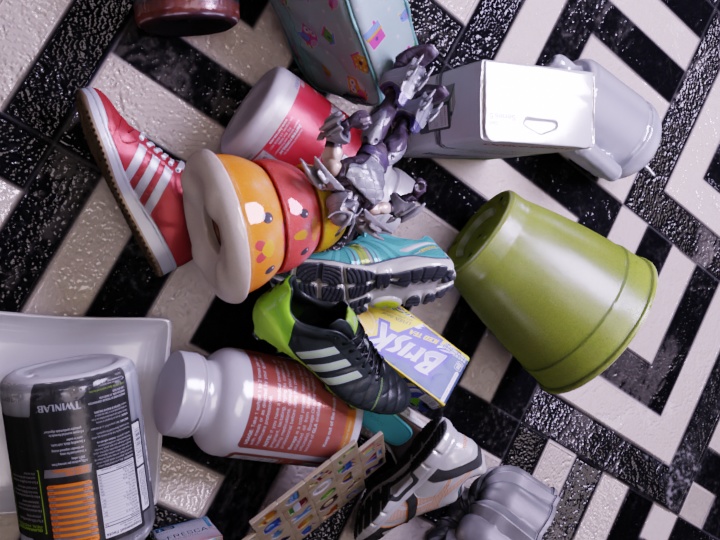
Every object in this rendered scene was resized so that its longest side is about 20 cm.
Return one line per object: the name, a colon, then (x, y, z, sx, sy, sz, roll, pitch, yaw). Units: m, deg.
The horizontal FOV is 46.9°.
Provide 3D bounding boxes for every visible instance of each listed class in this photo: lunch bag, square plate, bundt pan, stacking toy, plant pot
lunch bag: (-0.027, -0.266, 0.855, 0.077, 0.160, 0.200, -42, 134, -22)
square plate: (-0.298, 0.142, 0.834, 0.200, 0.028, 0.198, 4, 91, -25)
bundt pan: (0.137, 0.307, 0.968, 0.076, 0.202, 0.202, 41, 74, 5)
stacking toy: (-0.061, -0.060, 0.802, 0.200, 0.146, 0.146, -16, 99, -24)
plant pot: (0.209, 0.009, 0.992, 0.193, 0.200, 0.200, 37, 77, -10)

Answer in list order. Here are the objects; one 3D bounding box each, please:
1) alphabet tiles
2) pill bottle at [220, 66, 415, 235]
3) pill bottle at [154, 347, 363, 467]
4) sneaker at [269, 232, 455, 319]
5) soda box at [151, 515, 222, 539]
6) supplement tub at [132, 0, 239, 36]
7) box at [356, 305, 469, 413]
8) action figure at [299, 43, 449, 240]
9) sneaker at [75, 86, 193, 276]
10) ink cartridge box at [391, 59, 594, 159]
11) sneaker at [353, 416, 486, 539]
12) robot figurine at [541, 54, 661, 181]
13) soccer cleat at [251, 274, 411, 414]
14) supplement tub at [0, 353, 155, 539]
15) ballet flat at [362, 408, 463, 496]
alphabet tiles: (-0.052, 0.252, 0.899, 0.200, 0.166, 0.006, -36, 64, -16)
pill bottle: (-0.040, -0.118, 0.895, 0.200, 0.112, 0.112, 34, 79, -23)
pill bottle: (-0.106, 0.142, 0.870, 0.200, 0.112, 0.112, 15, 86, -30)
sneaker: (0.000, 0.000, 0.880, 0.200, 0.080, 0.078, -3, 133, -17)
soda box: (-0.173, 0.373, 0.882, 0.064, 0.068, 0.200, -8, 97, -25)
supplement tub: (-0.179, -0.341, 0.822, 0.107, 0.107, 0.200, -6, 95, -25)
box: (0.019, 0.073, 0.929, 0.200, 0.064, 0.070, 37, 63, -8)
action figure: (0.019, -0.116, 0.779, 0.130, 0.069, 0.200, 50, 57, -40)
sneaker: (-0.200, -0.106, 0.843, 0.112, 0.071, 0.200, -28, 112, -17)
ink cartridge box: (0.142, -0.173, 0.930, 0.145, 0.200, 0.084, -1, 93, -25)
sneaker: (0.064, 0.255, 0.940, 0.080, 0.074, 0.200, 32, 120, -15)
robot figurine: (0.299, -0.190, 1.051, 0.200, 0.113, 0.170, 29, 52, -23)
soccer cleat: (-0.017, 0.080, 0.842, 0.200, 0.081, 0.068, 35, 34, -18)
supplement tub: (-0.259, 0.186, 0.772, 0.122, 0.123, 0.200, -8, 97, -25)
ballet flat: (0.057, 0.194, 0.985, 0.069, 0.069, 0.200, -48, 111, -16)
